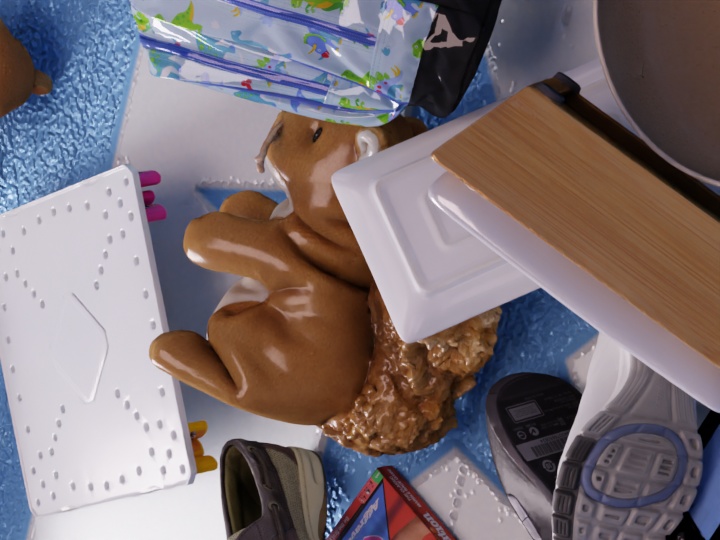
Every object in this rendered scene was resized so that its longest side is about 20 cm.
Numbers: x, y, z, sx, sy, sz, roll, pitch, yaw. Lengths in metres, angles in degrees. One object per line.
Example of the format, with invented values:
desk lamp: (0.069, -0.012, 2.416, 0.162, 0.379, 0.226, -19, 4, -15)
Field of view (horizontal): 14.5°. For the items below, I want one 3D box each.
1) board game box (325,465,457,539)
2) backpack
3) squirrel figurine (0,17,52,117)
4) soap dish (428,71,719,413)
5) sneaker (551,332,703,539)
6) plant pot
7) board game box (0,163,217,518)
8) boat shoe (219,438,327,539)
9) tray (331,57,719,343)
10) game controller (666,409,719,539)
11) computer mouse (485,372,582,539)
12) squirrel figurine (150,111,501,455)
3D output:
board game box: (-0.005, 0.226, 1.723, 0.103, 0.019, 0.200, 47, 119, 25)
backpack: (-0.030, -0.156, 1.580, 0.200, 0.163, 0.154, 25, 120, -5)
squirrel figurine: (-0.297, -0.115, 1.871, 0.186, 0.141, 0.200, 14, 116, 26)
soap dish: (0.136, -0.019, 1.419, 0.200, 0.157, 0.081, 36, 101, 5)
sneaker: (0.152, 0.074, 1.533, 0.074, 0.087, 0.200, 20, 83, -4)
plant pot: (0.236, -0.130, 1.427, 0.200, 0.134, 0.201, -4, 82, 31)
board game box: (-0.170, 0.048, 1.802, 0.200, 0.026, 0.201, -17, 83, 53)
boat shoe: (-0.056, 0.176, 1.668, 0.201, 0.066, 0.072, -95, 28, -50)
tray: (0.093, -0.048, 1.550, 0.200, 0.022, 0.108, -24, 76, -3)
game controller: (0.210, 0.090, 1.494, 0.200, 0.042, 0.104, -58, 28, 13)
computer mouse: (0.109, 0.153, 1.562, 0.200, 0.140, 0.046, 53, 139, 21)
squirrel figurine: (0.000, 0.000, 1.642, 0.200, 0.141, 0.187, 27, 100, 18)
